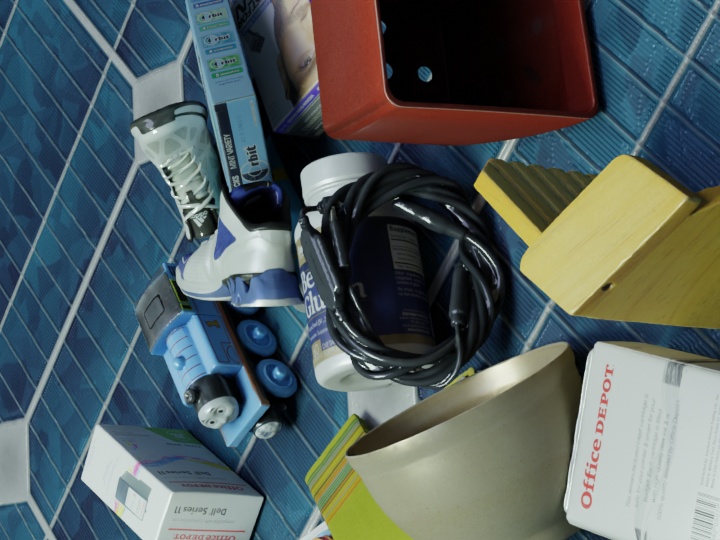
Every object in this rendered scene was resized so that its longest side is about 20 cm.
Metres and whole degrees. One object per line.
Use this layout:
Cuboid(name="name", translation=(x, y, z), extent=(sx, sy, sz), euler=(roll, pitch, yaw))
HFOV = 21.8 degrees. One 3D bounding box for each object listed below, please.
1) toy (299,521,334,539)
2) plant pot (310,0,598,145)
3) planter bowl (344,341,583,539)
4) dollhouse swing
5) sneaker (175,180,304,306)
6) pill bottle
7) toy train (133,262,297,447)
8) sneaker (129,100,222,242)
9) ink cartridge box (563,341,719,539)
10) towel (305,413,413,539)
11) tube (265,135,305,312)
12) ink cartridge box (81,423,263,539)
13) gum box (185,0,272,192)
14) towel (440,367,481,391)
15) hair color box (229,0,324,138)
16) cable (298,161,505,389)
Cuboid(name="toy", translation=(-0.024, 0.280, 1.733), extent=(0.200, 0.047, 0.115), euler=(-39, 56, 41))
Cuboid(name="plant pot", translation=(0.060, -0.199, 1.585), extent=(0.176, 0.200, 0.200), euler=(-30, 62, 59))
Cuboid(name="planter bowl", translation=(0.106, 0.161, 1.496), extent=(0.200, 0.200, 0.135), euler=(-24, 94, 47))
Cuboid(name="dollhouse swing", translation=(0.215, -0.058, 1.357), extent=(0.182, 0.200, 0.176), euler=(-49, 50, 36))
Cuboid(name="sneaker", translation=(-0.106, -0.027, 1.757), extent=(0.199, 0.081, 0.115), euler=(-174, 85, -64))
Cuboid(name="pill bottle", translation=(0.000, 0.000, 1.683), extent=(0.111, 0.111, 0.200), euler=(-28, 65, 46))
Cuboid(name="toy train", translation=(-0.144, 0.082, 1.848), extent=(0.087, 0.114, 0.200), euler=(-52, 49, 34))
Cuboid(name="sneaker", translation=(-0.166, -0.095, 1.874), extent=(0.076, 0.201, 0.115), euler=(-22, 78, 3))
Cuboid(name="ink cartridge box", translation=(0.257, 0.140, 1.376), extent=(0.200, 0.083, 0.147), euler=(14, 97, 50))
Cuboid(name="towel", translation=(0.006, 0.217, 1.679), extent=(0.086, 0.018, 0.200), euler=(-54, 34, 16))
Cuboid(name="tube", translation=(-0.077, -0.043, 1.840), extent=(0.077, 0.050, 0.200), euler=(-47, 46, 19))
Cuboid(name="ink cartridge box", translation=(-0.180, 0.227, 1.874), extent=(0.200, 0.117, 0.067), euler=(33, 109, 47))
Cuboid(name="gum box", translation=(-0.128, -0.170, 1.814), extent=(0.170, 0.045, 0.200), euler=(81, 173, -48))
Cuboid(name="towel", translation=(0.086, 0.201, 1.626), extent=(0.144, 0.023, 0.200), euler=(-37, 59, 42))
Cuboid(name="hair color box", translation=(-0.062, -0.242, 1.826), extent=(0.109, 0.065, 0.200), euler=(-45, 55, 38))
Cuboid(name="cable", translation=(0.043, 0.008, 1.608), extent=(0.051, 0.163, 0.200), euler=(117, 132, -65))
